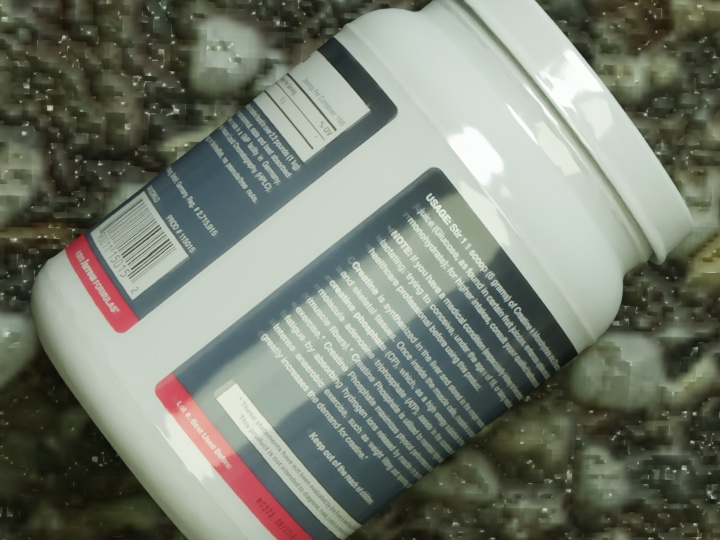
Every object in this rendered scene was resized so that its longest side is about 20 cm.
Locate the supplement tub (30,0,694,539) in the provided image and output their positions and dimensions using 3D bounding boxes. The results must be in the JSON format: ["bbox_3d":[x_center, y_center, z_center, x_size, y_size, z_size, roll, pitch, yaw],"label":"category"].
[{"bbox_3d":[0.000,0.000,1.010,0.200,0.140,0.140,-38,107,0],"label":"supplement tub"}]
